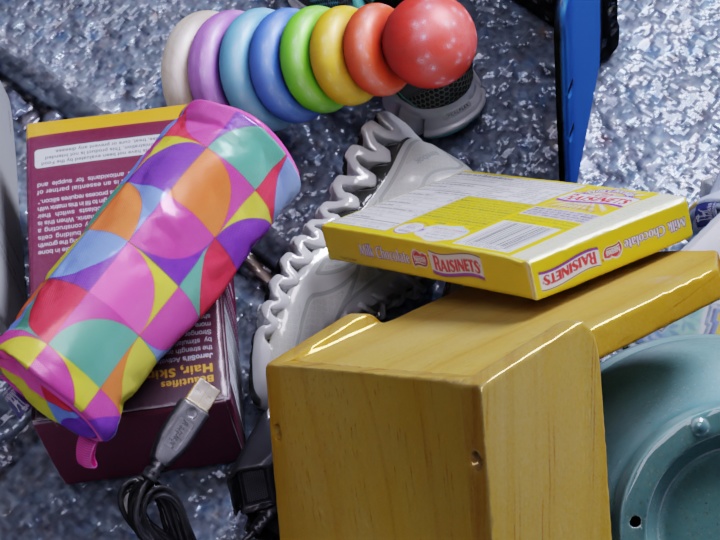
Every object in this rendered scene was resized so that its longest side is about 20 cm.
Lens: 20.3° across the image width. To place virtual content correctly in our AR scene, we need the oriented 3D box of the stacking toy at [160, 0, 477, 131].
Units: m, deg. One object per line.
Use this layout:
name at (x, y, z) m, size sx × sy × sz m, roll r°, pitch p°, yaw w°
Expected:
stacking toy at (-0.019, -0.122, 1.186) m, size 0.200 × 0.085 × 0.085 m, roll -3°, pitch 56°, yaw 36°

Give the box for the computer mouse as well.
computer mouse at (-0.053, 0.089, 1.094) m, size 0.046 × 0.140 × 0.200 m, roll 23°, pitch 66°, yaw 45°

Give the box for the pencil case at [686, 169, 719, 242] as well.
pencil case at (0.265, -0.083, 1.179) m, size 0.083 × 0.091 × 0.200 m, roll 41°, pitch 68°, yaw -18°

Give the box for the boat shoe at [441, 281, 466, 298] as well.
boat shoe at (0.077, 0.071, 1.124) m, size 0.074 × 0.076 × 0.200 m, roll 5°, pitch 70°, yaw 3°

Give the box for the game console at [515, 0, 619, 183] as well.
game console at (0.092, -0.169, 1.177) m, size 0.171 × 0.200 × 0.118 m, roll 38°, pitch 71°, yaw 24°

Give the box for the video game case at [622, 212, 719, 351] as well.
video game case at (0.265, 0.039, 1.086) m, size 0.182 × 0.022 × 0.200 m, roll -44°, pitch 85°, yaw -3°

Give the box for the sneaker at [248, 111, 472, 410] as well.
sneaker at (0.000, 0.000, 1.171) m, size 0.081 × 0.075 × 0.200 m, roll 26°, pitch 67°, yaw 9°

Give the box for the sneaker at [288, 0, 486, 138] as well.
sneaker at (0.009, -0.177, 1.253) m, size 0.078 × 0.091 × 0.200 m, roll -35°, pitch 63°, yaw -14°

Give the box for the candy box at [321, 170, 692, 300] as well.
candy box at (0.072, -0.021, 1.059) m, size 0.102 × 0.026 × 0.200 m, roll -19°, pitch 15°, yaw -27°

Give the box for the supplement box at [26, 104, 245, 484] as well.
supplement box at (-0.130, 0.012, 1.166) m, size 0.110 × 0.086 × 0.200 m, roll -7°, pitch 60°, yaw 1°

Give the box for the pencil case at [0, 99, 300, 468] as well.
pencil case at (-0.115, 0.002, 1.076) m, size 0.088 × 0.088 × 0.200 m, roll 29°, pitch 69°, yaw 20°

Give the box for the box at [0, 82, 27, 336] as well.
box at (-0.282, -0.064, 1.159) m, size 0.131 × 0.199 × 0.200 m, roll -10°, pitch 61°, yaw 1°

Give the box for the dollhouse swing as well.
dollhouse swing at (0.078, 0.088, 0.992) m, size 0.176 × 0.200 × 0.182 m, roll -6°, pitch 93°, yaw -31°

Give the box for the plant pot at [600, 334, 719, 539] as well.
plant pot at (0.181, 0.127, 1.001) m, size 0.200 × 0.134 × 0.200 m, roll 0°, pitch 85°, yaw 0°
